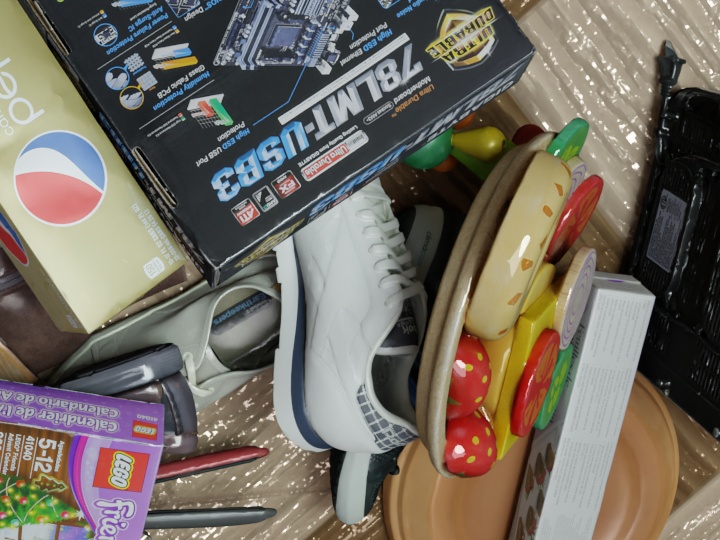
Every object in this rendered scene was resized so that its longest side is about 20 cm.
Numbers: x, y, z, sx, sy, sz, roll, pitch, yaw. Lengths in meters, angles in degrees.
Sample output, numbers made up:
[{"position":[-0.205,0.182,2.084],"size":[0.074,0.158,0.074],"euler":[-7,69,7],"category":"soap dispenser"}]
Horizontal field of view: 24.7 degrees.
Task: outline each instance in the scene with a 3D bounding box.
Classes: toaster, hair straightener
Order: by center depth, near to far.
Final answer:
[{"position":[-0.143,0.155,0.949],"size":[0.198,0.041,0.078],"euler":[-9,83,-17],"category":"hair straightener"},{"position":[0.240,-0.010,0.951],"size":[0.118,0.181,0.202],"euler":[5,107,-21],"category":"toaster"}]

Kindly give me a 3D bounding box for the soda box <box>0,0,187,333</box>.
[{"position":[-0.170,-0.069,0.797],"size":[0.064,0.068,0.201],"euler":[-37,104,-19],"category":"soda box"}]

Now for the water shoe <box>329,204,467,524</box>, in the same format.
[{"position":[0.036,0.064,0.976],"size":[0.078,0.072,0.202],"euler":[13,104,-8],"category":"water shoe"}]

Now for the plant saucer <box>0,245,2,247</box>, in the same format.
[{"position":[-0.197,-0.112,0.844],"size":[0.199,0.039,0.203],"euler":[0,89,-25],"category":"plant saucer"}]

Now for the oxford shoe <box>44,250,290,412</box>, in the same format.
[{"position":[-0.112,0.060,0.951],"size":[0.199,0.058,0.075],"euler":[-33,117,2],"category":"oxford shoe"}]

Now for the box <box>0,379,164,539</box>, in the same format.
[{"position":[-0.191,0.150,0.893],"size":[0.135,0.039,0.201],"euler":[9,121,-12],"category":"box"}]

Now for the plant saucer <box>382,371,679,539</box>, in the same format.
[{"position":[0.114,0.140,1.045],"size":[0.198,0.037,0.202],"euler":[-4,109,-13],"category":"plant saucer"}]

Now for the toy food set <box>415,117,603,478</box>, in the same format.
[{"position":[0.085,0.017,0.884],"size":[0.048,0.198,0.202],"euler":[18,112,17],"category":"toy food set"}]

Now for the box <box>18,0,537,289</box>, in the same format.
[{"position":[-0.048,-0.128,0.816],"size":[0.199,0.050,0.199],"euler":[-35,84,-12],"category":"box"}]

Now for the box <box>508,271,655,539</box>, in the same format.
[{"position":[0.130,0.100,0.995],"size":[0.041,0.039,0.202],"euler":[6,107,-17],"category":"box"}]

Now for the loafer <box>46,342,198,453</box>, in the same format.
[{"position":[-0.184,0.099,0.914],"size":[0.198,0.072,0.064],"euler":[-19,94,12],"category":"loafer"}]

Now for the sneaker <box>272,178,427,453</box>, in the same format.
[{"position":[0.000,0.000,0.913],"size":[0.076,0.080,0.202],"euler":[1,83,-51],"category":"sneaker"}]

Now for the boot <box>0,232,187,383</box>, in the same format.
[{"position":[-0.204,-0.036,0.898],"size":[0.166,0.072,0.201],"euler":[-31,115,-10],"category":"boot"}]

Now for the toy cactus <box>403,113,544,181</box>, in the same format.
[{"position":[0.008,-0.105,0.882],"size":[0.200,0.102,0.165],"euler":[52,53,-15],"category":"toy cactus"}]
